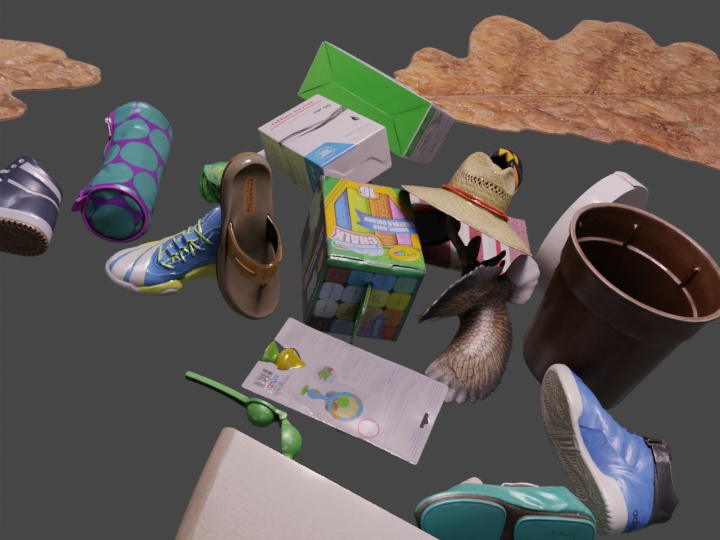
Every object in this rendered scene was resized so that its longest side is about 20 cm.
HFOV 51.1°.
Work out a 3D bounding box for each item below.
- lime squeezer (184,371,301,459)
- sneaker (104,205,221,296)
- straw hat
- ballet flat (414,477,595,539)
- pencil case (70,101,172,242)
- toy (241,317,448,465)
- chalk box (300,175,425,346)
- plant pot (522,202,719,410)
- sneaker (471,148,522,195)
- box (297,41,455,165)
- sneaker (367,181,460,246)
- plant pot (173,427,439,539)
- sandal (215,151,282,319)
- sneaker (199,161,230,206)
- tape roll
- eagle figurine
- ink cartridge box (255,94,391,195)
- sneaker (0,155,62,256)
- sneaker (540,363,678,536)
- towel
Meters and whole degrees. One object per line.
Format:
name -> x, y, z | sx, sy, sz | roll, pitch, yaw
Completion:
lime squeezer -> -0.104, 0.166, 0.766 | 0.070, 0.038, 0.200 | -34, 60, -9
sneaker -> -0.196, -0.034, 0.883 | 0.198, 0.106, 0.076 | -9, 48, -32
straw hat -> 0.151, -0.100, 0.944 | 0.200, 0.086, 0.201 | 28, 9, -5
ballet flat -> 0.140, 0.245, 0.765 | 0.198, 0.068, 0.070 | 9, 17, -15
pencil case -> -0.297, -0.129, 0.960 | 0.092, 0.085, 0.201 | 23, 37, -23
toy -> -0.017, 0.136, 0.819 | 0.199, 0.047, 0.115 | 25, 43, 9
chalk box -> 0.000, 0.000, 0.919 | 0.123, 0.125, 0.201 | 8, 43, -15
plant pot -> 0.309, 0.055, 0.936 | 0.198, 0.199, 0.201 | 12, 41, -11
sneaker -> 0.232, -0.164, 1.229 | 0.070, 0.090, 0.200 | 29, 41, 10
box -> 0.031, -0.261, 1.193 | 0.199, 0.097, 0.176 | 33, 13, 13
sneaker -> 0.037, -0.092, 1.065 | 0.199, 0.068, 0.108 | -1, 44, -9
plant pot -> -0.065, 0.272, 0.549 | 0.198, 0.201, 0.178 | 27, 52, 6
sandal -> -0.117, -0.030, 0.844 | 0.080, 0.202, 0.054 | -18, 32, -38
sneaker -> -0.162, -0.103, 0.970 | 0.083, 0.075, 0.200 | -12, 12, -14
tape roll -> 0.317, -0.044, 1.047 | 0.202, 0.204, 0.037 | -20, 52, -39
eagle figurine -> 0.135, 0.048, 0.929 | 0.151, 0.151, 0.200 | 32, 28, -10
ink cartridge box -> -0.064, -0.182, 1.072 | 0.116, 0.068, 0.200 | -35, 45, -23
sneaker -> -0.443, -0.091, 0.862 | 0.198, 0.070, 0.109 | 18, 44, -15
sneaker -> 0.286, 0.196, 0.860 | 0.110, 0.077, 0.201 | -2, 49, -17
towel -> 0.157, -0.044, 1.118 | 0.198, 0.023, 0.145 | 14, 43, -7
